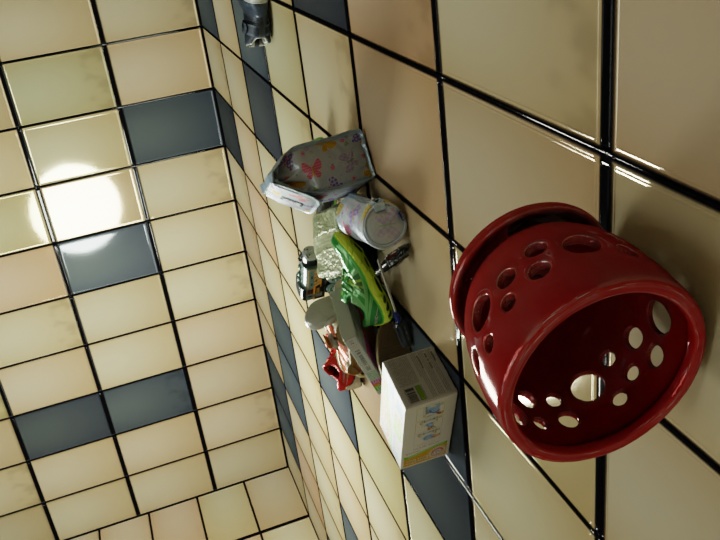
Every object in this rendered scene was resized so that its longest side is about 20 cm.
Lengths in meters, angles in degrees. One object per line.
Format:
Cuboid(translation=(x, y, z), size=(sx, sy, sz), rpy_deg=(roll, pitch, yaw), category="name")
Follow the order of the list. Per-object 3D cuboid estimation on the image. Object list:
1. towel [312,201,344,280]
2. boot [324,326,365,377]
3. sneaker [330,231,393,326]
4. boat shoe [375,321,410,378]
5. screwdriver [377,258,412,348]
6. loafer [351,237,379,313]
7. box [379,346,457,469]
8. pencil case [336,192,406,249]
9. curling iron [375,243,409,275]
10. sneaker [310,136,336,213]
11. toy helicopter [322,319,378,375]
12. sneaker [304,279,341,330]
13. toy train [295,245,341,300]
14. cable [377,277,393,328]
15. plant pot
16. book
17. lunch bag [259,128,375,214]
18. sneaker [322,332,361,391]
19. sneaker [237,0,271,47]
Cuboid(translation=(-0.062, -0.056, 1.694), size=(0.200, 0.036, 0.150), rpy_deg=(169, 93, -70), category="towel")
Cuboid(translation=(-0.030, 0.166, 1.987), size=(0.107, 0.074, 0.202), rpy_deg=(22, 134, 69), category="boot")
Cuboid(translation=(-0.010, 0.021, 1.566), size=(0.202, 0.083, 0.074), rpy_deg=(63, -167, -7), category="sneaker")
Cuboid(translation=(0.064, 0.192, 1.636), size=(0.064, 0.070, 0.202), rpy_deg=(-143, 40, -66), category="boat shoe")
Cuboid(translation=(0.058, 0.065, 1.541), size=(0.201, 0.029, 0.028), rpy_deg=(65, 175, -29), category="screwdriver")
Cuboid(translation=(0.000, 0.000, 1.714), size=(0.072, 0.072, 0.203), rpy_deg=(-119, 28, -70), category="loafer")
Cuboid(translation=(0.102, 0.253, 1.489), size=(0.201, 0.100, 0.113), rpy_deg=(90, 159, -45), category="box")
Cuboid(translation=(0.015, -0.094, 1.509), size=(0.091, 0.083, 0.200), rpy_deg=(56, 172, -15), category="pencil case")
Cuboid(translation=(0.052, -0.017, 1.528), size=(0.026, 0.049, 0.200), rpy_deg=(59, 166, 2), category="curling iron")
Cuboid(translation=(-0.102, -0.204, 1.853), size=(0.077, 0.083, 0.202), rpy_deg=(-126, 26, -56), category="sneaker")
Cuboid(translation=(-0.021, 0.164, 1.812), size=(0.079, 0.131, 0.202), rpy_deg=(-120, 20, -44), category="toy helicopter")
Cuboid(translation=(-0.057, 0.098, 1.827), size=(0.074, 0.200, 0.089), rpy_deg=(14, 121, 24), category="sneaker")
Cuboid(translation=(-0.100, -0.001, 1.986), size=(0.201, 0.113, 0.086), rpy_deg=(99, 151, -59), category="toy train")
Cuboid(translation=(0.061, 0.112, 1.674), size=(0.097, 0.050, 0.202), rpy_deg=(22, 138, 58), category="cable")
Cuboid(translation=(0.187, 0.045, 0.771), size=(0.183, 0.198, 0.202), rpy_deg=(-118, 19, -52), category="plant pot")
Cuboid(translation=(0.002, 0.144, 1.657), size=(0.134, 0.048, 0.201), rpy_deg=(-106, -9, -45), category="book")
Cuboid(translation=(-0.090, -0.183, 1.596), size=(0.169, 0.198, 0.129), rpy_deg=(159, 96, -75), category="lunch bag")
Cuboid(translation=(-0.062, 0.231, 2.130), size=(0.201, 0.084, 0.078), rpy_deg=(-119, 21, -45), category="sneaker")
Cuboid(translation=(-0.286, -0.662, 2.120), size=(0.203, 0.076, 0.148), rpy_deg=(-126, 28, -52), category="sneaker")
